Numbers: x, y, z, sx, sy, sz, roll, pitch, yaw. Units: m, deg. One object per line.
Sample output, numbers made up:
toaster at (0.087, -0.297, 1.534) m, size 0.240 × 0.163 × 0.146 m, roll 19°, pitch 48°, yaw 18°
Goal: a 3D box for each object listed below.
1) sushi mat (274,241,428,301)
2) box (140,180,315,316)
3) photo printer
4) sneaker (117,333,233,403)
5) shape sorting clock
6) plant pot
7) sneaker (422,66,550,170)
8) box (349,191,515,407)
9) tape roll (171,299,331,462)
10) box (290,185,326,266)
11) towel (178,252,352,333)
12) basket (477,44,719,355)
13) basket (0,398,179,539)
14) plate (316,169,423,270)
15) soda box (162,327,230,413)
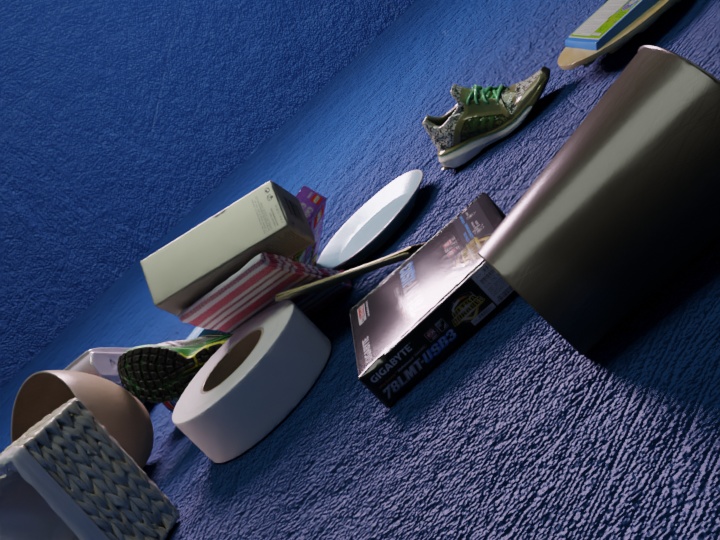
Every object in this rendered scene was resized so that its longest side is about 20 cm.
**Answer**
sushi mat at (0.000, 0.000, 1.390) m, size 0.199 × 0.012 × 0.095 m, roll -19°, pitch -4°, yaw 33°
box at (-0.161, -0.022, 1.452) m, size 0.199 × 0.069 × 0.082 m, roll -29°, pitch -24°, yaw 13°
photo printer at (-0.424, 0.198, 1.908) m, size 0.200 × 0.070 × 0.166 m, roll -37°, pitch -24°, yaw 28°
sneaker at (-0.228, 0.127, 1.607) m, size 0.198 × 0.079 × 0.085 m, roll -4°, pitch 10°, yaw 7°
shape sorting clock at (0.326, -0.308, 1.462) m, size 0.200 × 0.039 × 0.200 m, roll -41°, pitch 13°, yaw 11°
plant pot at (-0.356, 0.226, 1.602) m, size 0.134 × 0.202 × 0.200 m, roll -6°, pitch -19°, yaw -46°
sneaker at (0.157, -0.212, 1.557) m, size 0.199 × 0.089 × 0.077 m, roll -35°, pitch 16°, yaw 31°
box at (0.077, 0.022, 1.197) m, size 0.198 × 0.050 × 0.200 m, roll -41°, pitch 14°, yaw 10°
tape roll at (-0.129, 0.129, 1.419) m, size 0.202 × 0.071 × 0.203 m, roll -42°, pitch 14°, yaw 13°
box at (-0.102, -0.004, 1.598) m, size 0.137 × 0.039 × 0.201 m, roll -56°, pitch -11°, yaw -28°
towel at (-0.116, 0.032, 1.498) m, size 0.146 × 0.030 × 0.199 m, roll -35°, pitch -27°, yaw 24°
basket at (0.195, -0.047, 0.899) m, size 0.200 × 0.136 × 0.180 m, roll -46°, pitch 21°, yaw 5°
basket at (-0.316, 0.260, 1.318) m, size 0.135 × 0.200 × 0.123 m, roll -32°, pitch 12°, yaw 38°
plate at (0.018, -0.060, 1.647) m, size 0.200 × 0.026 × 0.200 m, roll -42°, pitch 13°, yaw 12°
soda box at (-0.211, 0.112, 1.703) m, size 0.200 × 0.068 × 0.064 m, roll -52°, pitch 14°, yaw -27°
